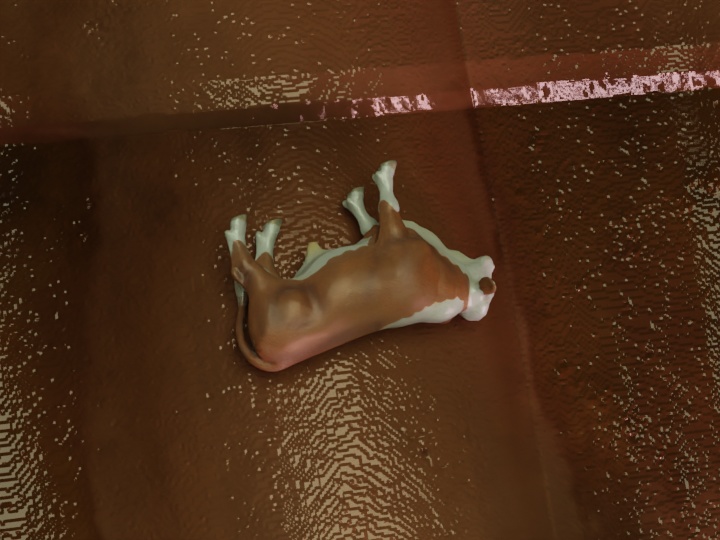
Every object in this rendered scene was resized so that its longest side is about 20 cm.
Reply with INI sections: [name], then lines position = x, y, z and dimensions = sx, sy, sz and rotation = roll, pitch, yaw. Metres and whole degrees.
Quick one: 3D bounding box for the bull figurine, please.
[bull figurine]
position = 0.000, 0.000, 1.351
dimensions = 0.199, 0.065, 0.122
rotation = -19, 76, -18
